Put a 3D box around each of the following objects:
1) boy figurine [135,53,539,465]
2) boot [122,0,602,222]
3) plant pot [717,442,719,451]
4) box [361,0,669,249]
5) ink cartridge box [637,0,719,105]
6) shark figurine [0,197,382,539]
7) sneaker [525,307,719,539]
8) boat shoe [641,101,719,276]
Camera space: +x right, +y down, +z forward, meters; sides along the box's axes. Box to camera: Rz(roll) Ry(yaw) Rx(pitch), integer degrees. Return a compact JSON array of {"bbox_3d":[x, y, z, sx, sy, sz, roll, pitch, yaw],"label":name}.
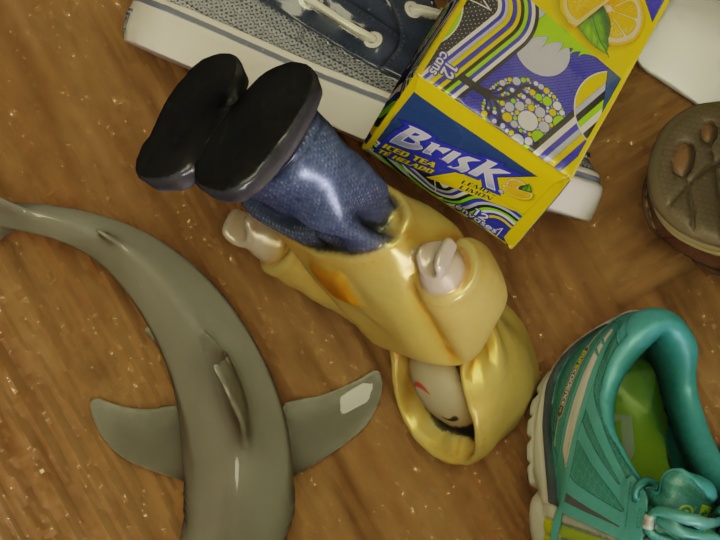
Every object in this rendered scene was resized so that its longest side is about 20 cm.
[{"bbox_3d":[0.000,0.000,0.867,0.124,0.200,0.065,13,64,43],"label":"boy figurine"},{"bbox_3d":[0.013,-0.094,0.903,0.199,0.073,0.091,23,91,2],"label":"boot"},{"bbox_3d":[0.224,0.125,0.861,0.199,0.134,0.202,0,86,-1],"label":"plant pot"},{"bbox_3d":[0.081,-0.112,0.871,0.070,0.064,0.201,33,60,-4],"label":"box"},{"bbox_3d":[0.208,-0.140,0.913,0.115,0.067,0.201,33,86,2],"label":"ink cartridge box"},{"bbox_3d":[-0.074,0.030,0.888,0.128,0.090,0.215,-35,89,-5],"label":"shark figurine"},{"bbox_3d":[0.102,0.107,0.852,0.077,0.080,0.201,7,61,-23],"label":"sneaker"},{"bbox_3d":[0.205,-0.010,0.902,0.199,0.068,0.072,17,75,4],"label":"boat shoe"}]
